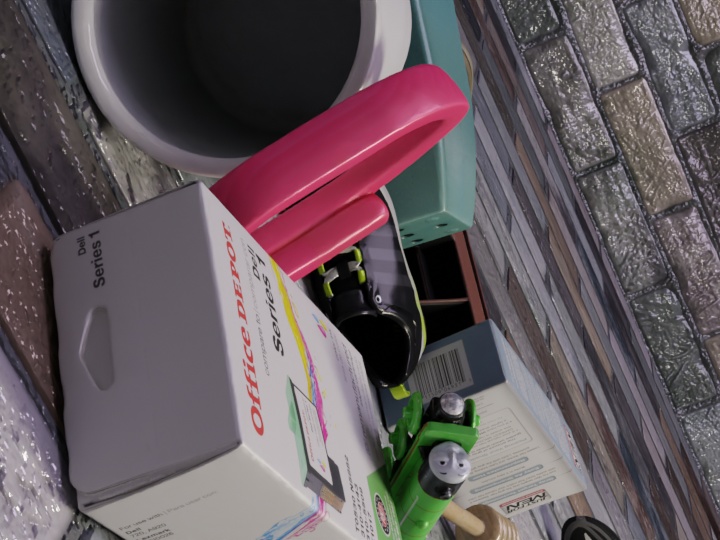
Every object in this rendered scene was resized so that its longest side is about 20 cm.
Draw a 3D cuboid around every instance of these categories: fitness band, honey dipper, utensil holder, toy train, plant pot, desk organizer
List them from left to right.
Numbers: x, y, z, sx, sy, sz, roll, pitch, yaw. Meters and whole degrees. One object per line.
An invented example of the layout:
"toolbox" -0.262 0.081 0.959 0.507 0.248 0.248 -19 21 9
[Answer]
"utensil holder" -0.058 -0.149 0.975 0.200 0.169 0.171 -45 112 -77
"fitness band" -0.026 -0.041 0.891 0.037 0.199 0.144 51 -19 13
"plant pot" 0.011 -0.120 1.278 0.141 0.140 0.201 22 54 -71
"toy train" 0.022 0.133 0.907 0.200 0.041 0.057 114 -19 -53
"desk organizer" 0.054 0.008 1.368 0.077 0.071 0.201 48 24 -50
"honey dipper" 0.066 0.177 1.206 0.200 0.038 0.038 39 32 -57

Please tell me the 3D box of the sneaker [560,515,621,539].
"sneaker" 0.232 0.318 1.576 0.083 0.070 0.201 62 17 -49

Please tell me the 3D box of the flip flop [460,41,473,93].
"flip flop" 0.059 -0.130 1.428 0.201 0.081 0.058 96 6 -45

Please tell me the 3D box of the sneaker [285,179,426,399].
"sneaker" 0.000 0.000 1.169 0.083 0.071 0.201 -81 147 -62

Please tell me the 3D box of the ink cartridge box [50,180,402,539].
"ink cartridge box" -0.059 0.073 0.802 0.200 0.084 0.146 50 23 -53

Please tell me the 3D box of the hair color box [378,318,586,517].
"hair color box" 0.097 0.125 1.293 0.200 0.098 0.061 52 20 -50
